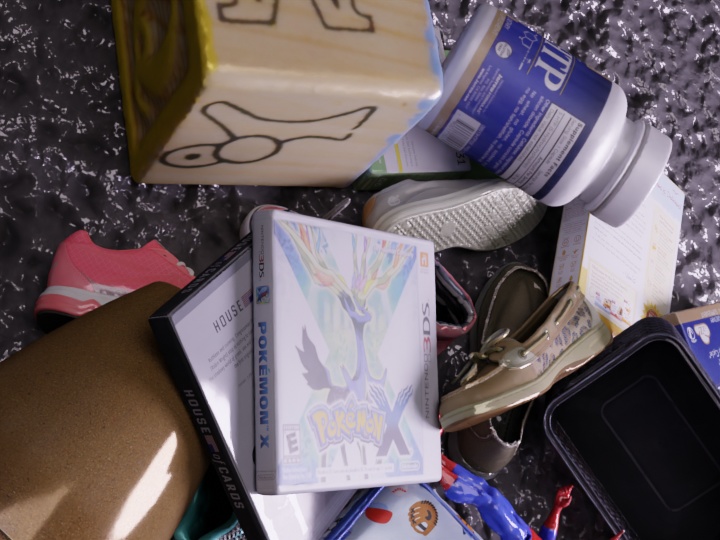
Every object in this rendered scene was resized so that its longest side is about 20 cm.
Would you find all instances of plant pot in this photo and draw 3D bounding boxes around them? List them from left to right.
[{"bbox_3d":[-0.173,0.109,0.840,0.186,0.186,0.200,45,63,-5],"label":"plant pot"}]

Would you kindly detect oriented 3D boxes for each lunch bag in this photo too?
[{"bbox_3d":[0.040,0.269,0.967,0.200,0.075,0.160,48,60,-3],"label":"lunch bag"}]

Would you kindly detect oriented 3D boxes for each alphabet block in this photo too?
[{"bbox_3d":[-0.074,-0.190,1.011,0.198,0.195,0.199,0,70,-28],"label":"alphabet block"}]

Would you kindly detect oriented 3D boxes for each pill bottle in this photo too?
[{"bbox_3d":[0.158,-0.126,1.079,0.199,0.120,0.121,31,60,-5],"label":"pill bottle"}]

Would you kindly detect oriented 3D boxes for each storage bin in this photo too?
[{"bbox_3d":[0.257,0.156,1.070,0.135,0.094,0.201,-36,89,12],"label":"storage bin"}]

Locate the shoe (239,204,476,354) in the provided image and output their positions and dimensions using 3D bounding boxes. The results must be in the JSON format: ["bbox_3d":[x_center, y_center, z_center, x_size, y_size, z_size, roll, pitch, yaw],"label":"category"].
[{"bbox_3d":[0.000,0.000,1.033,0.199,0.091,0.072,37,54,-11],"label":"shoe"}]

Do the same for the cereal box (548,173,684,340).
[{"bbox_3d":[0.240,-0.019,1.174,0.143,0.039,0.202,35,56,-34],"label":"cereal box"}]

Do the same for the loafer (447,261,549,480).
[{"bbox_3d":[0.133,0.081,1.086,0.074,0.070,0.202,23,63,-18],"label":"loafer"}]

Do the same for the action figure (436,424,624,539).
[{"bbox_3d":[0.136,0.185,1.000,0.099,0.065,0.201,-38,96,8],"label":"action figure"}]

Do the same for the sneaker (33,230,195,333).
[{"bbox_3d":[-0.143,0.020,0.966,0.198,0.074,0.088,15,64,-21],"label":"sneaker"}]

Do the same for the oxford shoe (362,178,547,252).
[{"bbox_3d":[0.084,-0.054,1.118,0.198,0.076,0.058,-10,40,-31],"label":"oxford shoe"}]

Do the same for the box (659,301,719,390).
[{"bbox_3d":[0.341,0.131,1.173,0.120,0.032,0.203,-7,77,-50],"label":"box"}]

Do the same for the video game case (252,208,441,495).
[{"bbox_3d":[-0.005,0.060,0.892,0.199,0.022,0.185,8,78,-54],"label":"video game case"}]

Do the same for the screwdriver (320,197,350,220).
[{"bbox_3d":[-0.056,-0.017,0.949,0.029,0.200,0.028,18,63,-16],"label":"screwdriver"}]

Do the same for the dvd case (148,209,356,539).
[{"bbox_3d":[-0.055,0.082,0.858,0.150,0.024,0.202,-44,119,-49],"label":"dvd case"}]

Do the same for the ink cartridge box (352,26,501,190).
[{"bbox_3d":[0.075,-0.148,1.157,0.197,0.048,0.147,-3,72,-25],"label":"ink cartridge box"}]

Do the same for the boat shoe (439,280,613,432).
[{"bbox_3d":[0.123,0.069,1.004,0.199,0.073,0.063,-25,87,-46],"label":"boat shoe"}]

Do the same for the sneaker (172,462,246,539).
[{"bbox_3d":[-0.075,0.129,0.914,0.091,0.077,0.202,37,69,-60],"label":"sneaker"}]
